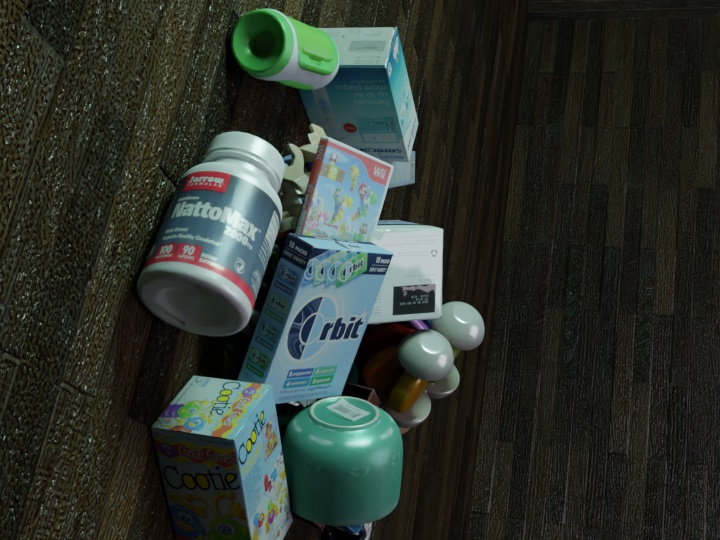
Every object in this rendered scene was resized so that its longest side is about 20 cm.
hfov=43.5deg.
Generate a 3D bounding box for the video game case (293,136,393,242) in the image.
[{"bbox_3d":[-0.029,-0.053,1.134,0.143,0.017,0.201,14,92,-53],"label":"video game case"}]

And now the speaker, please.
[{"bbox_3d":[-0.091,-0.280,1.159,0.200,0.088,0.089,-19,112,-72],"label":"speaker"}]

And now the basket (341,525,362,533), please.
[{"bbox_3d":[-0.027,0.300,1.393,0.200,0.138,0.177,51,45,-57],"label":"basket"}]

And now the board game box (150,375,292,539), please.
[{"bbox_3d":[-0.153,0.235,1.027,0.105,0.102,0.201,-55,145,-57],"label":"board game box"}]

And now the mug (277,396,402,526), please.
[{"bbox_3d":[-0.039,0.226,1.122,0.152,0.184,0.115,-102,-165,-72],"label":"mug"}]

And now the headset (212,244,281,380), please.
[{"bbox_3d":[-0.123,0.063,1.106,0.124,0.093,0.201,-56,162,-58],"label":"headset"}]

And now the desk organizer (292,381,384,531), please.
[{"bbox_3d":[-0.046,0.250,1.260,0.201,0.071,0.077,-63,161,-17],"label":"desk organizer"}]

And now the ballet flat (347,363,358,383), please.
[{"bbox_3d":[-0.059,0.142,1.376,0.200,0.072,0.073,56,41,-63],"label":"ballet flat"}]

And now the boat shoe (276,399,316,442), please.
[{"bbox_3d":[-0.094,0.173,1.263,0.072,0.070,0.202,-39,134,-75],"label":"boat shoe"}]

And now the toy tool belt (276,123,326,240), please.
[{"bbox_3d":[-0.087,-0.119,1.184,0.200,0.124,0.124,-31,103,-54],"label":"toy tool belt"}]

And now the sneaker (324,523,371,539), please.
[{"bbox_3d":[-0.013,0.403,1.560,0.130,0.079,0.201,12,92,-81],"label":"sneaker"}]

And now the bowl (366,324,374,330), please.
[{"bbox_3d":[0.002,0.043,1.433,0.201,0.090,0.202,-57,159,-36],"label":"bowl"}]

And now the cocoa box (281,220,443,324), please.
[{"bbox_3d":[0.000,0.000,1.274,0.131,0.199,0.134,-161,-109,-63],"label":"cocoa box"}]

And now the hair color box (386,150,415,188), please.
[{"bbox_3d":[0.022,-0.172,1.527,0.200,0.098,0.061,-24,116,-71],"label":"hair color box"}]

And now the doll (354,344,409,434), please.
[{"bbox_3d":[0.020,0.172,1.486,0.048,0.200,0.137,-13,138,-35],"label":"doll"}]

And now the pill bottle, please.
[{"bbox_3d":[-0.149,-0.044,0.958,0.120,0.119,0.201,70,28,-52],"label":"pill bottle"}]

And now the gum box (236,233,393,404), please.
[{"bbox_3d":[-0.053,0.060,1.093,0.170,0.044,0.201,4,109,-56],"label":"gum box"}]

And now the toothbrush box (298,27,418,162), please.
[{"bbox_3d":[-0.004,-0.259,1.346,0.200,0.145,0.086,70,29,-55],"label":"toothbrush box"}]

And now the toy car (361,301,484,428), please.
[{"bbox_3d":[0.080,0.123,1.366,0.200,0.150,0.176,-35,155,-42],"label":"toy car"}]
